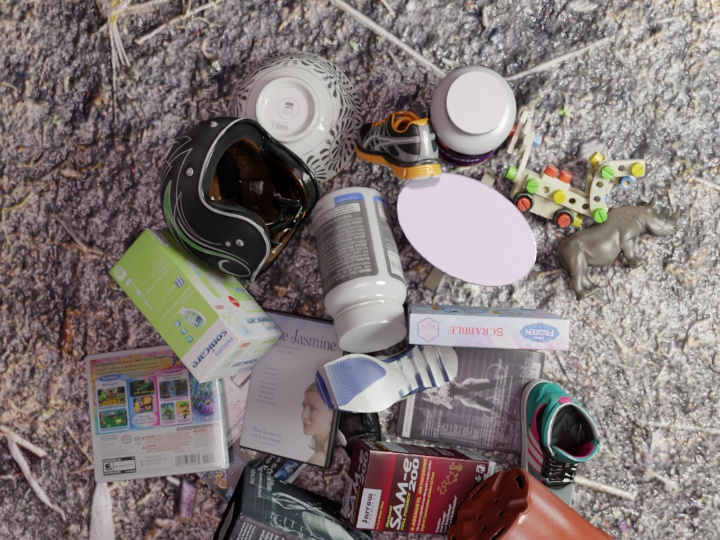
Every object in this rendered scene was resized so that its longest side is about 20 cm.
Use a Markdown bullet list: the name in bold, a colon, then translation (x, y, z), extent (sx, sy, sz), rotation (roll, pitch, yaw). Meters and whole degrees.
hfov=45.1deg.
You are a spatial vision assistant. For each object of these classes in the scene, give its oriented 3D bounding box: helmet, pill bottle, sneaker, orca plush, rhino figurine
- **helmet**: translation (-0.171, -0.099, 1.144), extent (0.190, 0.200, 0.201), rotation (38, 91, -1)
- **pill bottle**: translation (0.000, 0.000, 1.171), extent (0.112, 0.114, 0.202), rotation (-11, 63, 2)
- **sneaker**: translation (0.026, 0.154, 1.182), extent (0.197, 0.115, 0.082), rotation (-9, 75, -28)
- **pill bottle**: translation (0.145, -0.205, 1.157), extent (0.111, 0.200, 0.114), rotation (0, 90, 2)
- **orca plush**: translation (-0.010, 0.222, 1.211), extent (0.104, 0.071, 0.203), rotation (1, 80, -13)
- **sneaker**: translation (0.051, -0.179, 1.171), extent (0.077, 0.200, 0.078), rotation (-13, 113, -23)
- **rhino figurine**: translation (0.365, -0.042, 1.219), extent (0.199, 0.060, 0.088), rotation (-31, 78, -1)
- **sneaker**: translation (0.277, 0.256, 1.184), extent (0.082, 0.121, 0.203), rotation (-9, 94, -13)

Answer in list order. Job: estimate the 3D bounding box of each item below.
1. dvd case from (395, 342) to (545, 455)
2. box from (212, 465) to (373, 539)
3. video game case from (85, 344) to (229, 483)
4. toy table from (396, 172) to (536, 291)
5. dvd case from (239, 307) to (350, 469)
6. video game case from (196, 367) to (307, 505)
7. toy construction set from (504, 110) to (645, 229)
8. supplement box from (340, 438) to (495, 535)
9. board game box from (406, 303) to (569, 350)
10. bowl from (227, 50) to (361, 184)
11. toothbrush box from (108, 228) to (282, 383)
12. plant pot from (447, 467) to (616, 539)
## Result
- **dvd case**: translation (0.158, 0.178, 1.249), extent (0.197, 0.016, 0.151), rotation (8, 91, 1)
- **box**: translation (-0.091, 0.376, 1.153), extent (0.195, 0.200, 0.125), rotation (25, 92, -8)
- **video game case**: translation (-0.292, 0.201, 1.246), extent (0.197, 0.024, 0.185), rotation (-8, 83, 8)
- **toy table**: translation (0.141, -0.053, 1.200), extent (0.200, 0.117, 0.184), rotation (41, 92, 2)
- **dvd case**: translation (-0.091, 0.163, 1.216), extent (0.141, 0.018, 0.203), rotation (9, 89, 21)
- **video game case**: translation (-0.156, 0.234, 1.259), extent (0.182, 0.023, 0.200), rotation (44, 91, 2)
- **toy construction set**: translation (0.280, -0.135, 1.206), extent (0.198, 0.092, 0.132), rotation (28, 116, 10)
- **supplement box**: translation (0.080, 0.299, 1.191), extent (0.198, 0.061, 0.110), rotation (10, 91, -24)
- **board game box**: translation (0.161, 0.073, 1.158), extent (0.197, 0.200, 0.042), rotation (2, 92, 3)
- **bowl**: translation (-0.099, -0.219, 1.220), extent (0.198, 0.094, 0.204), rotation (0, 89, 3)
- **toothbrush box**: translation (-0.220, 0.045, 1.178), extent (0.086, 0.145, 0.200), rotation (-44, 77, 12)
- **plant pot**: translation (0.229, 0.377, 1.135), extent (0.201, 0.201, 0.195), rotation (-45, 101, 2)
